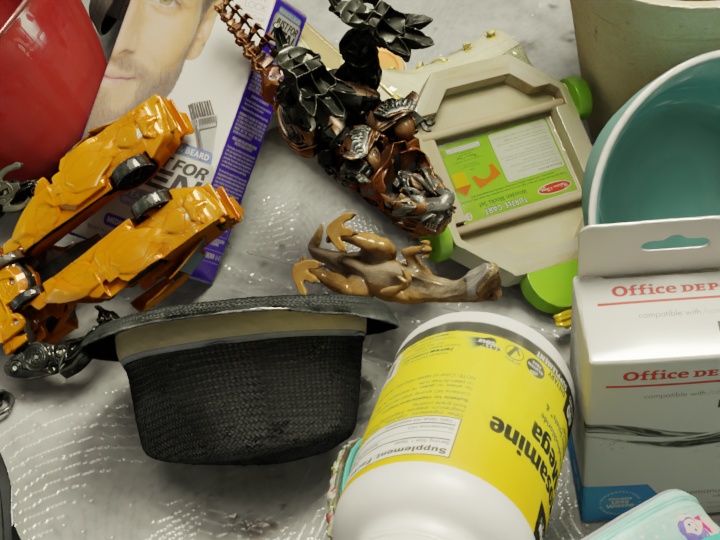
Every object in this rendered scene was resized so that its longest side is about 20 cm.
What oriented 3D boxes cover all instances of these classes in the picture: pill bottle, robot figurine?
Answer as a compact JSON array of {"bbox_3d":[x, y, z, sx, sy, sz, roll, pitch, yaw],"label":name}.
[{"bbox_3d":[0.049,0.122,0.949,0.112,0.113,0.200,8,37,12],"label":"pill bottle"},{"bbox_3d":[-0.181,-0.017,1.146,0.199,0.058,0.146,-34,75,15],"label":"robot figurine"}]

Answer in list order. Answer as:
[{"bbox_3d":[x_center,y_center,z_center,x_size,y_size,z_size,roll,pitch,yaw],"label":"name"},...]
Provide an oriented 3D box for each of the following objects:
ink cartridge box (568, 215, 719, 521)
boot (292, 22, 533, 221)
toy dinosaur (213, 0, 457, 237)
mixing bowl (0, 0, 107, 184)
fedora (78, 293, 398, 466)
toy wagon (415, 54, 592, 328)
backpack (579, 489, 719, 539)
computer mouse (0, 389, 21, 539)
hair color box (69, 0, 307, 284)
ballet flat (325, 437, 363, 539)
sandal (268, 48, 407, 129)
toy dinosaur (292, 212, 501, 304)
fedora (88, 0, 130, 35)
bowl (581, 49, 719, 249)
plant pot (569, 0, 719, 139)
[{"bbox_3d":[0.181,0.061,1.002,0.115,0.201,0.067,-4,49,2],"label":"ink cartridge box"},{"bbox_3d":[0.035,-0.136,1.256,0.154,0.072,0.200,-36,75,-25],"label":"boot"},{"bbox_3d":[-0.020,-0.102,1.108,0.199,0.136,0.103,23,62,4],"label":"toy dinosaur"},{"bbox_3d":[-0.252,-0.120,1.238,0.200,0.108,0.201,-37,24,20],"label":"mixing bowl"},{"bbox_3d":[-0.072,0.073,1.069,0.199,0.201,0.092,-6,80,0],"label":"fedora"},{"bbox_3d":[0.107,-0.049,1.181,0.154,0.040,0.201,-16,76,-22],"label":"toy wagon"},{"bbox_3d":[0.171,0.206,0.895,0.199,0.178,0.151,-21,55,-19],"label":"backpack"},{"bbox_3d":[-0.280,0.146,1.074,0.139,0.046,0.201,-11,49,-6],"label":"computer mouse"},{"bbox_3d":[-0.126,-0.104,1.199,0.109,0.065,0.201,19,88,21],"label":"hair color box"},{"bbox_3d":[0.016,0.189,0.997,0.075,0.064,0.201,7,44,-24],"label":"ballet flat"},{"bbox_3d":[-0.067,-0.151,1.304,0.205,0.059,0.079,-14,49,-6],"label":"sandal"},{"bbox_3d":[0.000,0.000,1.129,0.199,0.106,0.061,17,86,43],"label":"toy dinosaur"},{"bbox_3d":[-0.128,-0.249,1.353,0.090,0.177,0.200,33,45,-5],"label":"fedora"},{"bbox_3d":[0.223,-0.046,1.120,0.200,0.202,0.105,-18,14,-10],"label":"bowl"},{"bbox_3d":[0.225,-0.177,1.215,0.199,0.184,0.201,-2,47,3],"label":"plant pot"}]
